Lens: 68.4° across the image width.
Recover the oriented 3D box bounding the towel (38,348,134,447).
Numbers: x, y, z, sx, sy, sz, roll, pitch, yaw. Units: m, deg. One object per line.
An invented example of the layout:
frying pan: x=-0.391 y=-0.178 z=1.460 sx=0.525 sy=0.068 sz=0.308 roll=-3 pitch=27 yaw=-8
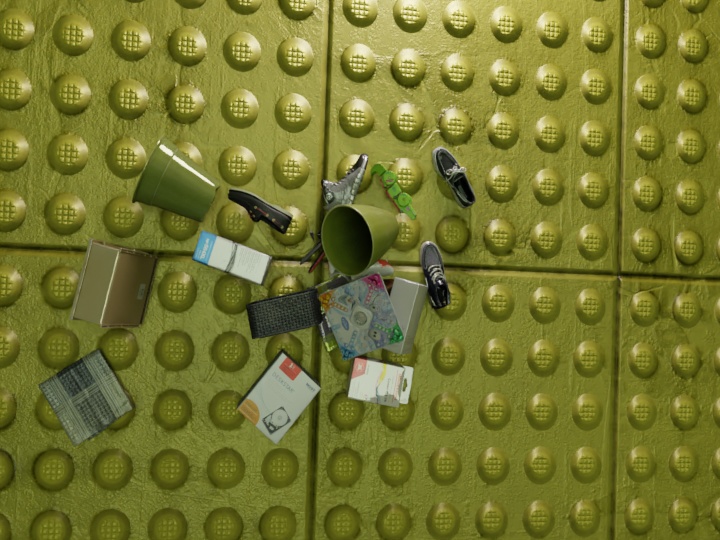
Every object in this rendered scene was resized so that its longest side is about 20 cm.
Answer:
towel: x=-0.753 y=0.351 z=1.462 sx=0.189 sy=0.035 sz=0.204 roll=-31 pitch=91 yaw=-10

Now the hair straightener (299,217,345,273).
hair straightener: x=-0.113 y=-0.092 z=1.528 sx=0.076 sy=0.041 sz=0.201 roll=38 pitch=100 yaw=-11

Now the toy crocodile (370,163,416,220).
toy crocodile: x=0.102 y=-0.232 z=1.570 sx=0.061 sy=0.068 sz=0.203 roll=-34 pitch=92 yaw=12

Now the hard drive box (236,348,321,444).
hard drive box: x=-0.231 y=0.357 z=1.509 sx=0.155 sy=0.077 sz=0.202 roll=40 pitch=84 yaw=-6

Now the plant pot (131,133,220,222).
plant pot: x=-0.488 y=-0.229 z=1.438 sx=0.186 sy=0.199 sz=0.205 roll=28 pitch=86 yaw=-18

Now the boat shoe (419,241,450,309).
boat shoe: x=0.227 y=0.013 z=1.570 sx=0.072 sy=0.093 sz=0.208 roll=-13 pitch=91 yaw=-8

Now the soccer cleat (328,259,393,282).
soccer cleat: x=0.000 y=0.000 z=1.540 sx=0.193 sy=0.069 sz=0.088 roll=11 pitch=55 yaw=-4

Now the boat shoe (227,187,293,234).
boat shoe: x=-0.290 y=-0.171 z=1.508 sx=0.197 sy=0.073 sz=0.065 roll=27 pitch=78 yaw=-11

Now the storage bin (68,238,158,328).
storage bin: x=-0.639 y=0.040 z=1.398 sx=0.090 sy=0.198 sz=0.208 roll=12 pitch=87 yaw=10

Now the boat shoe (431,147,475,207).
boat shoe: x=0.283 y=-0.283 z=1.594 sx=0.072 sy=0.068 sz=0.204 roll=-27 pitch=93 yaw=-8

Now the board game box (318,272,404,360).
board game box: x=0.000 y=0.133 z=1.473 sx=0.195 sy=0.026 sz=0.206 roll=-20 pitch=98 yaw=19

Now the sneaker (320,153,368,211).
sneaker: x=-0.055 y=-0.262 z=1.545 sx=0.112 sy=0.075 sz=0.206 roll=22 pitch=87 yaw=-5

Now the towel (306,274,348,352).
towel: x=-0.069 y=0.123 z=1.562 sx=0.139 sy=0.023 sz=0.207 roll=-18 pitch=92 yaw=-9

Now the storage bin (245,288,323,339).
storage bin: x=-0.209 y=0.118 z=1.474 sx=0.193 sy=0.135 sz=0.097 roll=-13 pitch=92 yaw=-1

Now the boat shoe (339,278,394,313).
boat shoe: x=0.026 y=0.078 z=1.549 sx=0.194 sy=0.070 sz=0.073 roll=-14 pitch=110 yaw=-20

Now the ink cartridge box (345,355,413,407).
ink cartridge box: x=0.063 y=0.327 z=1.555 sx=0.193 sy=0.067 sz=0.121 roll=12 pitch=88 yaw=-8

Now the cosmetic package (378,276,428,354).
cosmetic package: x=0.124 y=0.131 z=1.530 sx=0.082 sy=0.107 sz=0.207 roll=14 pitch=89 yaw=24

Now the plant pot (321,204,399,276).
plant pot: x=0.019 y=-0.105 z=1.488 sx=0.198 sy=0.184 sz=0.193 roll=-23 pitch=93 yaw=-49

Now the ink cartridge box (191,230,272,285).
ink cartridge box: x=-0.348 y=-0.031 z=1.462 sx=0.194 sy=0.146 sz=0.087 roll=22 pitch=85 yaw=-7
